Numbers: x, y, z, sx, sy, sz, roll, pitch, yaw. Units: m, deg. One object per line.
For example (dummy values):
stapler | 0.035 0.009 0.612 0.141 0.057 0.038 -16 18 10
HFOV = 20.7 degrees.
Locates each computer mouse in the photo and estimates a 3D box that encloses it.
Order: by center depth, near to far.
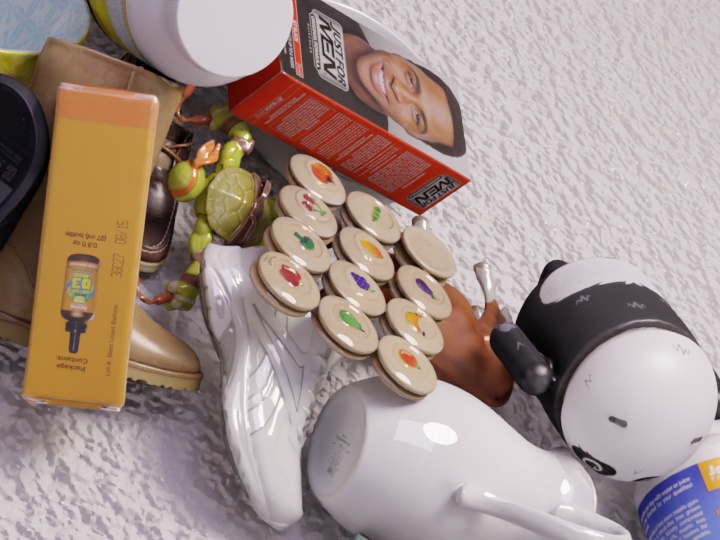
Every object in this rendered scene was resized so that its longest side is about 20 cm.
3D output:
computer mouse | -0.272 -0.040 1.267 0.138 0.200 0.053 41 6 8

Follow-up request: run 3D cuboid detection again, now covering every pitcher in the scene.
pitcher | 0.077 0.149 1.355 0.198 0.122 0.171 19 0 -27

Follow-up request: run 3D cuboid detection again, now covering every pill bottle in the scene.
pill bottle | -0.115 -0.188 1.344 0.111 0.113 0.200 15 8 -25
pill bottle | 0.273 0.194 1.490 0.111 0.112 0.201 5 53 -33

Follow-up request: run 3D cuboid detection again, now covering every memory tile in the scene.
memory tile | 0.000 0.000 1.369 0.153 0.017 0.201 36 28 -13

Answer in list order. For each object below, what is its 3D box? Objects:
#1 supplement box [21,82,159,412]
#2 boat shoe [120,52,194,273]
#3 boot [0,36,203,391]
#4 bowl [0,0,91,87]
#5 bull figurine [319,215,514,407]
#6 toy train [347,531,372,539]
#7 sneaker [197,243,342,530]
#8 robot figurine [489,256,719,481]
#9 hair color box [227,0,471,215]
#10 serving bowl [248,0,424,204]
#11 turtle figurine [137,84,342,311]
supplement box | -0.172 -0.015 1.254 0.066 0.069 0.202 7 91 -8
boat shoe | -0.160 -0.092 1.452 0.072 0.072 0.201 18 47 -22
boot | -0.158 -0.033 1.318 0.174 0.066 0.202 19 89 -21
bowl | -0.299 -0.165 1.375 0.198 0.108 0.201 21 30 -13
bull figurine | 0.045 0.023 1.491 0.200 0.065 0.122 42 37 -25
toy train | 0.040 0.259 1.291 0.199 0.085 0.114 34 32 -7
sneaker | -0.051 0.073 1.337 0.098 0.078 0.202 -9 82 -5
robot figurine | 0.185 0.071 1.461 0.125 0.149 0.200 65 -2 -33
hair color box | -0.009 -0.130 1.469 0.199 0.061 0.102 26 44 -39
serving bowl | -0.024 -0.127 1.587 0.199 0.066 0.201 20 45 -22
turtle figurine | -0.084 -0.049 1.424 0.161 0.064 0.202 32 62 -39
